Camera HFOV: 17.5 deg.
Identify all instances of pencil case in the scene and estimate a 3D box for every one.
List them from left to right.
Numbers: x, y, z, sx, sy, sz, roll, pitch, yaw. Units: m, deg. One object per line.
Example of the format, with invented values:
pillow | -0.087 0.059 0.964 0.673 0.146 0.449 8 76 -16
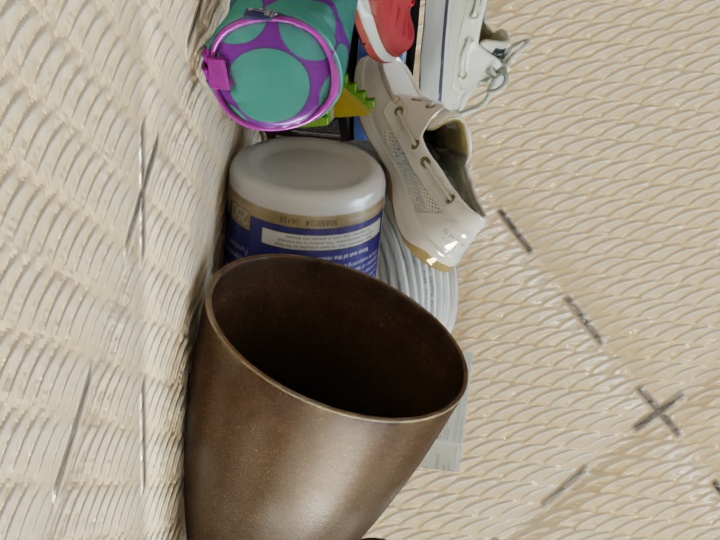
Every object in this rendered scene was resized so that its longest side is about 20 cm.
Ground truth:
pencil case | -0.046 -0.178 1.489 0.201 0.092 0.086 -80 179 -51

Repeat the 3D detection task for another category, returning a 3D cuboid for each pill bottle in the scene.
pill bottle | -0.045 0.013 1.724 0.116 0.115 0.201 -78 173 -64

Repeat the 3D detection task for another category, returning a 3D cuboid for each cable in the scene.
cable | 0.000 0.000 1.824 0.201 0.069 0.200 59 -37 28

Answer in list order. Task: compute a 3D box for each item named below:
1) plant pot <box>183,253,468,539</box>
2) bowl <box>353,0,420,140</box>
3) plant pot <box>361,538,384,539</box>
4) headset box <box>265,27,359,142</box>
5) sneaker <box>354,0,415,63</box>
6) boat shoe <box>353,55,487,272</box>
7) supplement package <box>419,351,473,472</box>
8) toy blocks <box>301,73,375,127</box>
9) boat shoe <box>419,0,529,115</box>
plant pot | -0.047 0.123 1.607 0.187 0.186 0.201 -78 -171 -61
bowl | 0.024 -0.197 1.895 0.201 0.039 0.202 6 90 -87
plant pot | -0.009 0.300 1.675 0.201 0.186 0.187 -58 165 -27
headset box | -0.034 -0.175 1.918 0.200 0.077 0.150 78 18 -77
sneaker | 0.041 -0.221 1.667 0.200 0.115 0.079 58 15 -65
boat shoe | 0.052 -0.093 1.732 0.069 0.071 0.201 -40 -130 27
supplement package | 0.061 0.203 3.523 0.191 0.198 0.148 85 12 -73
toy blocks | -0.045 -0.180 1.683 0.200 0.099 0.138 -68 154 -80
boat shoe | 0.093 -0.178 1.900 0.075 0.085 0.203 -78 173 -62
